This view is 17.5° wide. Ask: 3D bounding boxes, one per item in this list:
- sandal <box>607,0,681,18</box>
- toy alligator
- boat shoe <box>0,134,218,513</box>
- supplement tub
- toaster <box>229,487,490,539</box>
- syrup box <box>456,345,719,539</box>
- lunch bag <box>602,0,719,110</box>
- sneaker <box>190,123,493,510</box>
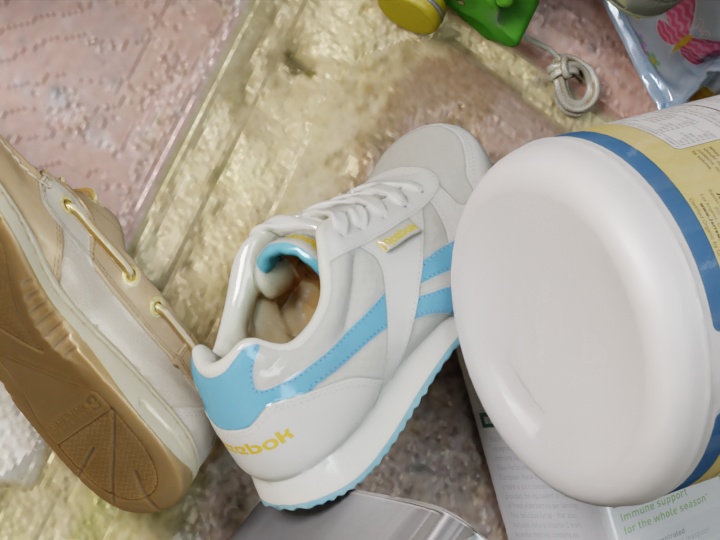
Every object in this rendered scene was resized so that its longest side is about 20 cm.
[{"bbox_3d":[0.072,-0.171,1.002,0.079,0.058,0.201,-4,43,-42],"label":"sandal"},{"bbox_3d":[0.045,-0.133,1.024,0.200,0.054,0.060,35,71,-21],"label":"toy alligator"},{"bbox_3d":[-0.124,0.001,0.922,0.200,0.074,0.069,56,42,-13],"label":"boat shoe"},{"bbox_3d":[0.153,0.002,0.931,0.199,0.144,0.146,-15,93,-31],"label":"supplement tub"},{"bbox_3d":[0.027,0.181,0.911,0.181,0.200,0.119,40,74,-19],"label":"toaster"},{"bbox_3d":[0.114,0.099,1.029,0.078,0.081,0.201,-17,95,-31],"label":"syrup box"},{"bbox_3d":[0.178,-0.199,1.064,0.169,0.127,0.201,-24,86,-28],"label":"lunch bag"},{"bbox_3d":[0.000,0.000,0.952,0.081,0.076,0.200,57,43,-29],"label":"sneaker"}]
